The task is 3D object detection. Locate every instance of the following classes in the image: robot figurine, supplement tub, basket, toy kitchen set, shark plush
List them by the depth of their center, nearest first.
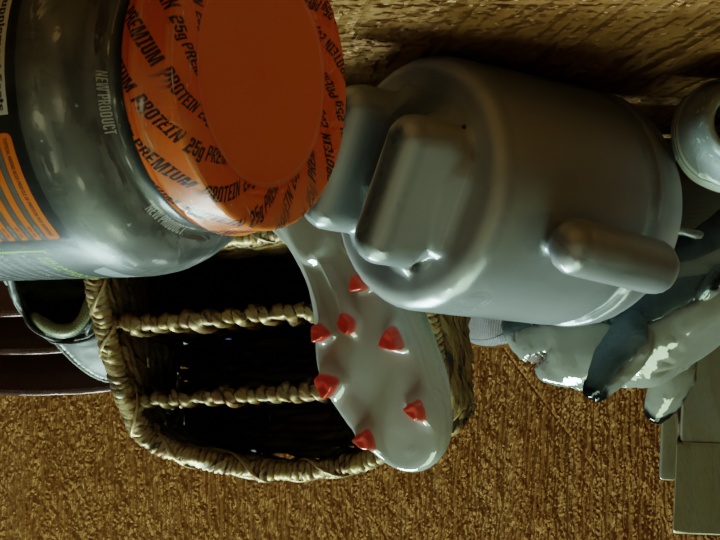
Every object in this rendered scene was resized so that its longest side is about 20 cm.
[{"bbox_3d":[-0.112,-0.057,0.610,0.199,0.123,0.122,-1,174,32],"label":"supplement tub"},{"bbox_3d":[0.069,-0.034,0.836,0.199,0.114,0.169,7,-158,-41],"label":"robot figurine"},{"bbox_3d":[0.157,-0.009,0.897,0.091,0.083,0.200,6,132,-48],"label":"shark plush"},{"bbox_3d":[-0.044,0.049,1.029,0.199,0.144,0.149,-3,175,14],"label":"basket"},{"bbox_3d":[0.134,0.020,1.034,0.179,0.201,0.163,1,-161,7],"label":"toy kitchen set"}]

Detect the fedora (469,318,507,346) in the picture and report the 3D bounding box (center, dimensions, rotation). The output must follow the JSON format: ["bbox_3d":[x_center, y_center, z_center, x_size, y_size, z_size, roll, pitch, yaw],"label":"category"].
[{"bbox_3d":[0.140,0.016,1.443,0.176,0.091,0.200,4,174,-28],"label":"fedora"}]

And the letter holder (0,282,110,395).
[{"bbox_3d":[-0.265,0.020,1.349,0.199,0.143,0.101,1,175,11],"label":"letter holder"}]

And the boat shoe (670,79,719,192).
[{"bbox_3d":[0.241,-0.052,0.810,0.199,0.071,0.072,5,180,-1],"label":"boat shoe"}]

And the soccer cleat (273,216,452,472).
[{"bbox_3d":[0.000,0.000,0.885,0.069,0.201,0.077,-33,169,36],"label":"soccer cleat"}]

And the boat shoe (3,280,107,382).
[{"bbox_3d":[-0.202,0.019,1.229,0.071,0.066,0.201,-16,136,6],"label":"boat shoe"}]
